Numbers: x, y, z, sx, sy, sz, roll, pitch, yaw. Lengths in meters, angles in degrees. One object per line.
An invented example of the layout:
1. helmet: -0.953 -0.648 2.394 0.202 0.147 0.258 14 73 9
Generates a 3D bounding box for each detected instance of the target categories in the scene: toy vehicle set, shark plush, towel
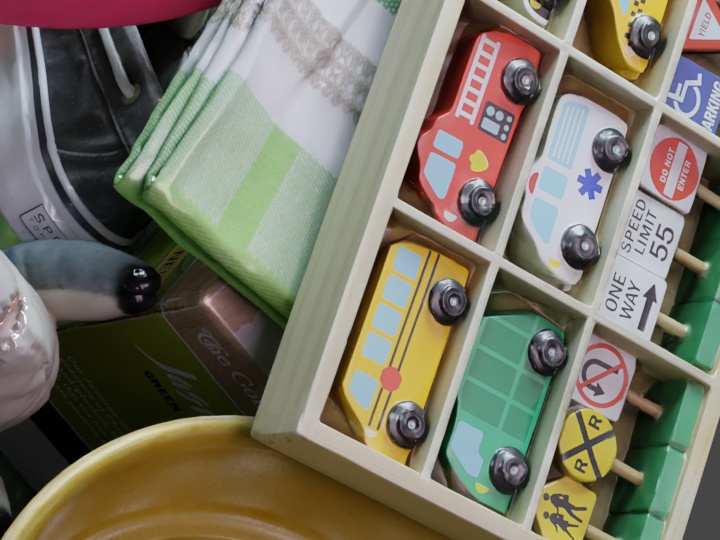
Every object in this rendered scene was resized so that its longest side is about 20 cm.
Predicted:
1. toy vehicle set: 0.057 -0.021 0.772 0.124 0.026 0.201 27 71 -26
2. shark plush: -0.137 -0.004 0.796 0.083 0.200 0.091 40 87 -36
3. towel: 0.035 -0.059 0.791 0.149 0.031 0.201 38 65 -19

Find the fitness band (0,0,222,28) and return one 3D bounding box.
1. fitness band: -0.093 -0.127 0.852 0.144 0.199 0.038 -54 143 -44

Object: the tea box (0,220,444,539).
1. tea box: 0.000 0.000 0.894 0.134 0.196 0.200 51 60 -18

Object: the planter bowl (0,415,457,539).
1. planter bowl: -0.035 0.146 0.735 0.200 0.083 0.201 18 56 -29

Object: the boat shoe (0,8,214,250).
1. boat shoe: -0.075 -0.080 0.876 0.072 0.071 0.201 49 20 -42
